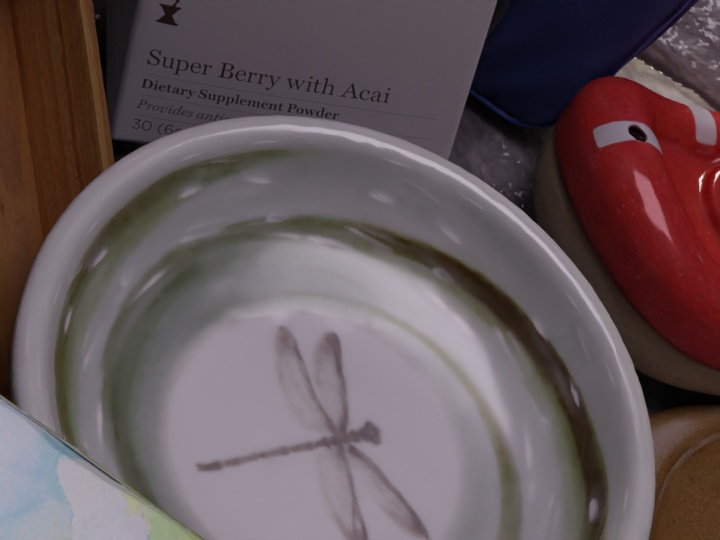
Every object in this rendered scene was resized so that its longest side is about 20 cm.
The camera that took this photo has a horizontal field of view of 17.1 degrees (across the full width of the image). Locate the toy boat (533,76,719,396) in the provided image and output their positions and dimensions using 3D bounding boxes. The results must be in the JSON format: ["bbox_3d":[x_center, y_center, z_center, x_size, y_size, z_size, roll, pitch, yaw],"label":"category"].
[{"bbox_3d":[0.168,-0.027,0.918,0.199,0.131,0.131,11,44,-26],"label":"toy boat"}]

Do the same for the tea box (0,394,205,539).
[{"bbox_3d":[-0.131,0.137,0.561,0.196,0.134,0.201,35,61,-9],"label":"tea box"}]

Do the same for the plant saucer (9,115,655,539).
[{"bbox_3d":[-0.011,0.049,0.715,0.199,0.050,0.201,12,54,-17],"label":"plant saucer"}]

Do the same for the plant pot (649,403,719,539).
[{"bbox_3d":[0.165,0.129,0.871,0.199,0.028,0.201,17,49,-20],"label":"plant pot"}]

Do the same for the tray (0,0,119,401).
[{"bbox_3d":[-0.111,-0.004,0.701,0.098,0.037,0.201,-22,107,-58],"label":"tray"}]

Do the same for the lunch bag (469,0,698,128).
[{"bbox_3d":[0.089,-0.161,0.932,0.136,0.200,0.133,35,44,-7],"label":"lunch bag"}]

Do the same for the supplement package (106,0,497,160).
[{"bbox_3d":[-0.011,-0.148,0.798,0.120,0.201,0.120,8,36,-11],"label":"supplement package"}]

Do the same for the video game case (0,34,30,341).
[{"bbox_3d":[-0.151,-0.056,0.686,0.143,0.018,0.201,-50,130,-48],"label":"video game case"}]
